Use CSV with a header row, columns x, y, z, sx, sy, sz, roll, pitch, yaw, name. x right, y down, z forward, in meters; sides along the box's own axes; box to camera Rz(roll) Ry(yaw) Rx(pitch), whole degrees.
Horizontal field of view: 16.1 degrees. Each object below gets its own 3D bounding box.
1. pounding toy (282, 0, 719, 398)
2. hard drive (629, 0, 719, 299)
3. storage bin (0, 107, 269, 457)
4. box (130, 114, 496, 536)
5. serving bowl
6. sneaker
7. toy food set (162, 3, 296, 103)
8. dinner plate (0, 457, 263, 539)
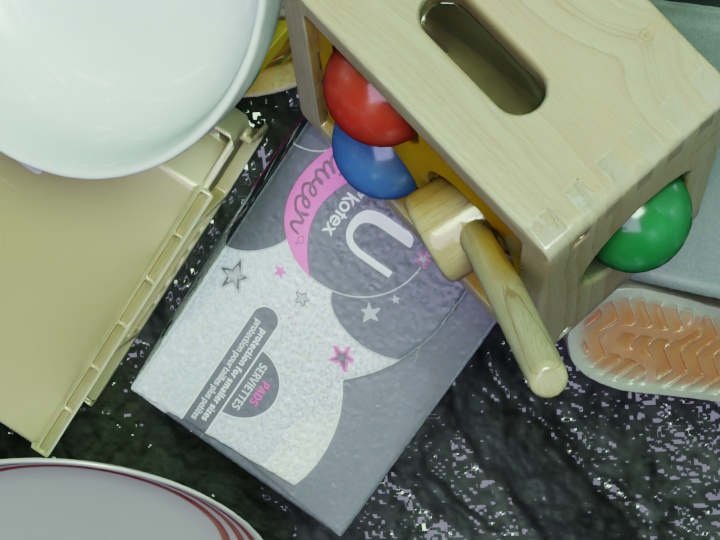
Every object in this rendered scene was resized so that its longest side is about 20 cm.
x,y,z,sx,sy,sz,roll,pitch,yaw,name
0.056,-0.045,1.028,0.142,0.184,0.200,-40,76,-9,pounding toy
0.174,-0.050,1.095,0.199,0.033,0.140,13,124,42,hard drive
-0.179,-0.049,1.258,0.199,0.094,0.199,34,111,-1,storage bin
0.000,0.000,1.226,0.132,0.115,0.200,34,111,-2,box
-0.114,-0.144,1.123,0.199,0.066,0.202,8,109,25,serving bowl
0.183,0.030,1.229,0.199,0.080,0.072,18,115,-18,sneaker
-0.048,-0.177,1.169,0.200,0.049,0.198,-48,65,16,toy food set
-0.142,0.137,1.303,0.199,0.024,0.201,3,149,2,dinner plate
